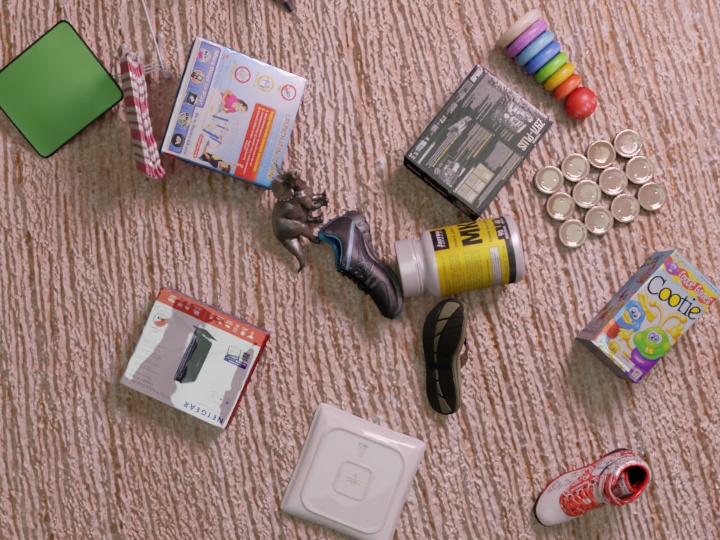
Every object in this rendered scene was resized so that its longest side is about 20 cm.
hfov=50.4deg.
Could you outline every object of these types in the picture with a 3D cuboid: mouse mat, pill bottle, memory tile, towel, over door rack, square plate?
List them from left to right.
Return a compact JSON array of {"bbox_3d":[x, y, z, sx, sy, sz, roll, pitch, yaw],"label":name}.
[{"bbox_3d":[-0.526,-0.309,1.314,0.200,0.008,0.161,-33,105,12],"label":"mouse mat"},{"bbox_3d":[-0.422,-0.411,1.317,0.147,0.067,0.201,-16,108,2],"label":"over door rack"},{"bbox_3d":[-0.363,-0.254,1.260,0.030,0.146,0.201,-12,106,-21],"label":"towel"},{"bbox_3d":[-0.013,0.353,1.304,0.199,0.028,0.199,21,89,2],"label":"square plate"},{"bbox_3d":[0.161,-0.019,1.268,0.199,0.114,0.115,-11,88,1],"label":"pill bottle"},{"bbox_3d":[0.410,-0.141,1.313,0.200,0.017,0.154,-25,87,2],"label":"memory tile"}]

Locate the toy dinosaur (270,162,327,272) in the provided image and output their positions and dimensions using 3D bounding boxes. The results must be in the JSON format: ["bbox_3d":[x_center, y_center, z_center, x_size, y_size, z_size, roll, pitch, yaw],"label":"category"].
[{"bbox_3d":[-0.111,-0.096,1.300,0.102,0.077,0.200,5,122,-9],"label":"toy dinosaur"}]

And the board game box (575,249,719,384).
[{"bbox_3d":[0.470,0.075,1.258,0.103,0.105,0.200,43,91,2],"label":"board game box"}]

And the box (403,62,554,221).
[{"bbox_3d":[0.195,-0.213,1.287,0.164,0.086,0.200,38,90,3],"label":"box"}]

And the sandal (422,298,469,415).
[{"bbox_3d":[0.149,0.143,1.293,0.080,0.057,0.202,14,108,39],"label":"sandal"}]

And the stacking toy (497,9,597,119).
[{"bbox_3d":[0.324,-0.339,1.295,0.085,0.085,0.200,-39,92,0],"label":"stacking toy"}]

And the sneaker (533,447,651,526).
[{"bbox_3d":[0.378,0.362,1.249,0.201,0.108,0.067,-31,87,1],"label":"sneaker"}]

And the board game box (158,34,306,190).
[{"bbox_3d":[-0.214,-0.260,1.284,0.195,0.056,0.201,18,88,-20],"label":"board game box"}]

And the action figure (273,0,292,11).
[{"bbox_3d":[-0.195,-0.526,1.307,0.193,0.105,0.200,40,65,8],"label":"action figure"}]

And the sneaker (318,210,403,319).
[{"bbox_3d":[0.000,0.000,1.284,0.082,0.073,0.200,-24,78,-29],"label":"sneaker"}]

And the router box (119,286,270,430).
[{"bbox_3d":[-0.280,0.149,1.309,0.199,0.049,0.180,23,89,2],"label":"router box"}]
